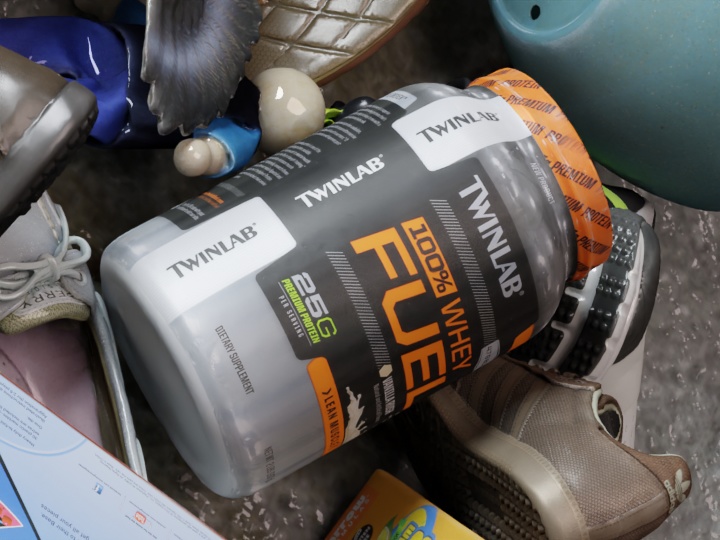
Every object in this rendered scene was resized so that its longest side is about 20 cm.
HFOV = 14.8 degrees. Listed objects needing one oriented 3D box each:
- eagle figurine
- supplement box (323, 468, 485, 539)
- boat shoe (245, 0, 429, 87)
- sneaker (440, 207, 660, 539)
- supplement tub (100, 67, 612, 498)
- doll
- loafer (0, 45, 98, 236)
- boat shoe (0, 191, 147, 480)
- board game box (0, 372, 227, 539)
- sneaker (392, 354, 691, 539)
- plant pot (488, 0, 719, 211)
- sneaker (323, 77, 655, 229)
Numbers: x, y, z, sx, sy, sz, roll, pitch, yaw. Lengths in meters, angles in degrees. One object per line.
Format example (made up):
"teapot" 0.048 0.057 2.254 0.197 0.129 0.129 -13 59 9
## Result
"eagle figurine" -0.087 -0.180 1.139 0.151 0.151 0.201 18 105 -57
"supplement box" 0.045 0.148 1.157 0.069 0.200 0.067 39 85 -22
"boat shoe" 0.012 -0.146 1.298 0.072 0.068 0.200 36 70 16
"sneaker" 0.096 0.068 1.282 0.080 0.074 0.201 13 100 -44
"supplement tub" 0.000 0.000 1.175 0.199 0.122 0.123 -29 96 -15
"doll" -0.103 -0.081 1.185 0.199 0.049 0.137 6 35 -29
"loafer" -0.190 -0.012 1.085 0.071 0.073 0.200 42 80 0
"boat shoe" -0.128 0.043 1.142 0.074 0.065 0.203 -6 80 -39
"board game box" -0.123 0.100 1.029 0.200 0.019 0.103 38 41 -17
"sneaker" 0.073 0.075 1.211 0.075 0.200 0.071 -17 117 -16
"plant pot" 0.137 -0.137 1.302 0.134 0.199 0.202 11 71 -40
"sneaker" 0.061 -0.049 1.300 0.199 0.072 0.084 1 90 -37
